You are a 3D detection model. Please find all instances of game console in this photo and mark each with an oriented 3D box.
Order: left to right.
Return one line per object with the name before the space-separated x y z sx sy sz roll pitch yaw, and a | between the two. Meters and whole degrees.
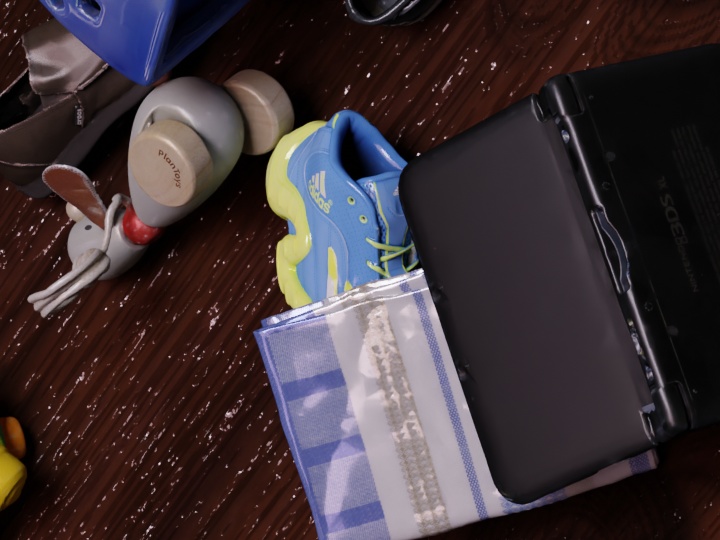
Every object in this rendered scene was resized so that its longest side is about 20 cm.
game console | 0.141 0.001 1.439 0.116 0.176 0.200 132 123 -65

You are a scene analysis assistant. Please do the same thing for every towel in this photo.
towel | 0.054 0.066 1.485 0.200 0.024 0.147 -17 90 10

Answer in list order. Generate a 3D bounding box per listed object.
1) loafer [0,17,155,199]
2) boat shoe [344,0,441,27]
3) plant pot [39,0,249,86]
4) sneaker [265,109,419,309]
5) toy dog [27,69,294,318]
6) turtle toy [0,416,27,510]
loafer | -0.173 -0.126 1.660 0.200 0.071 0.073 -50 34 24
boat shoe | 0.047 -0.216 1.507 0.075 0.066 0.199 43 120 8
plant pot | -0.118 -0.257 1.502 0.180 0.200 0.200 33 135 11
sneaker | 0.000 0.000 1.527 0.105 0.076 0.200 -46 59 58
toy dog | -0.134 -0.069 1.609 0.200 0.132 0.096 -37 88 28
turtle toy | -0.293 0.136 1.730 0.146 0.101 0.200 36 113 5
